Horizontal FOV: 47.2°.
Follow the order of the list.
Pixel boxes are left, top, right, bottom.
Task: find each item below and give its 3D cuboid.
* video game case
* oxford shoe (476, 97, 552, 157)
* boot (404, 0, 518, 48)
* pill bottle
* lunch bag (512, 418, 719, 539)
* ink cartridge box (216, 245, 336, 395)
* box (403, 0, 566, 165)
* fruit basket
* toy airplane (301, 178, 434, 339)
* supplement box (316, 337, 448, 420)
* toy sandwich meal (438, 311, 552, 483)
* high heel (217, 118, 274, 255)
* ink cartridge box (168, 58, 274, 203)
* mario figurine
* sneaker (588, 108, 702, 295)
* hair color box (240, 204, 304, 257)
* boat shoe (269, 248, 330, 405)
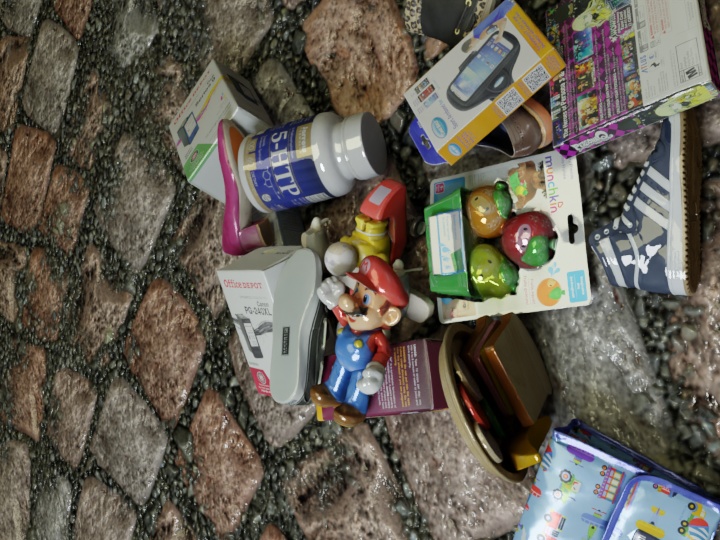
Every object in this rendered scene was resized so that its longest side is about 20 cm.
[{"bbox_3d":[0.291,-0.244,0.906,0.179,0.036,0.204,-21,54,39],"label":"video game case"},{"bbox_3d":[0.147,-0.205,1.030,0.199,0.072,0.072,39,149,38],"label":"oxford shoe"},{"bbox_3d":[0.143,-0.381,1.069,0.149,0.072,0.204,30,112,38],"label":"boot"},{"bbox_3d":[-0.067,-0.161,1.193,0.196,0.119,0.123,-11,78,25],"label":"pill bottle"},{"bbox_3d":[0.281,0.276,0.881,0.197,0.093,0.154,23,100,28],"label":"lunch bag"},{"bbox_3d":[-0.115,0.075,1.184,0.144,0.082,0.204,0,112,54],"label":"ink cartridge box"},{"bbox_3d":[0.135,-0.220,0.989,0.199,0.041,0.120,-39,47,16],"label":"box"},{"bbox_3d":[0.172,-0.040,0.995,0.197,0.093,0.190,-10,79,38],"label":"fruit basket"},{"bbox_3d":[0.000,0.000,1.114,0.198,0.140,0.203,-28,68,36],"label":"toy airplane"},{"bbox_3d":[0.045,0.145,1.078,0.197,0.109,0.088,-14,76,41],"label":"supplement box"},{"bbox_3d":[0.160,0.136,0.923,0.069,0.204,0.209,-27,67,23],"label":"toy sandwich meal"},{"bbox_3d":[-0.199,-0.122,1.249,0.094,0.067,0.204,-9,109,31],"label":"high heel"},{"bbox_3d":[-0.227,-0.229,1.336,0.146,0.087,0.201,-50,36,17],"label":"ink cartridge box"},{"bbox_3d":[-0.014,0.079,0.993,0.121,0.106,0.204,18,101,10],"label":"mario figurine"},{"bbox_3d":[0.307,-0.076,0.889,0.107,0.069,0.205,0,89,40],"label":"sneaker"},{"bbox_3d":[-0.146,-0.068,1.308,0.098,0.060,0.204,-32,65,35],"label":"hair color box"},{"bbox_3d":[-0.075,0.075,1.087,0.070,0.063,0.205,3,82,39],"label":"boat shoe"}]
